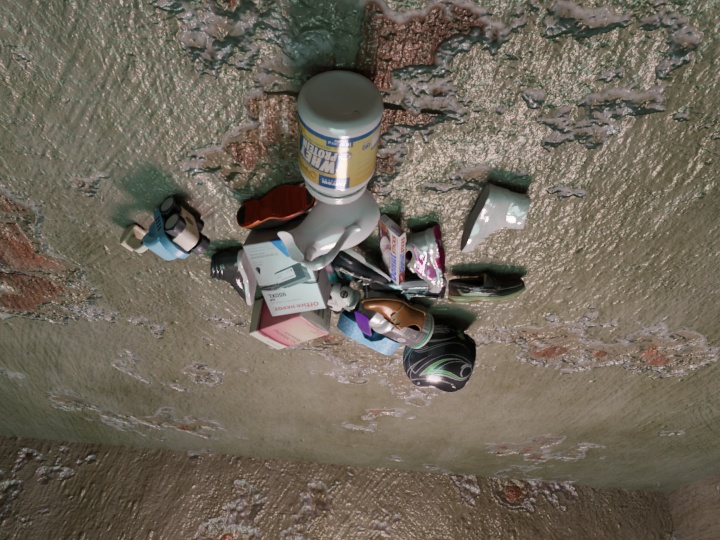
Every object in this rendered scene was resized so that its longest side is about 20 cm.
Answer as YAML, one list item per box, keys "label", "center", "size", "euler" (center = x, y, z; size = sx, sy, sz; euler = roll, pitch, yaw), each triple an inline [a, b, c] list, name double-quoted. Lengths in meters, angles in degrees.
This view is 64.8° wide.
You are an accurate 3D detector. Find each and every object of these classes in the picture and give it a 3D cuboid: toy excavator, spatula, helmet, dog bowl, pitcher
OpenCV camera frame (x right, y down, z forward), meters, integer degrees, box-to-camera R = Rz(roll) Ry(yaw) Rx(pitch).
- label: "toy excavator"
  center: [-0.463, -0.077, 1.296]
  size: [0.199, 0.195, 0.100]
  euler: [-37, 137, 7]
- label: "spatula"
  center: [0.009, 0.071, 1.462]
  size: [0.020, 0.202, 0.056]
  euler: [-12, -159, -39]
- label: "helmet"
  center: [0.222, 0.250, 1.660]
  size: [0.189, 0.202, 0.200]
  euler: [15, 146, -11]
- label: "dog bowl"
  center: [0.022, 0.178, 1.615]
  size: [0.199, 0.112, 0.050]
  euler: [27, 98, -8]
- label: "pitcher"
  center: [-0.050, -0.081, 1.151]
  size: [0.199, 0.171, 0.122]
  euler: [-34, 125, -11]

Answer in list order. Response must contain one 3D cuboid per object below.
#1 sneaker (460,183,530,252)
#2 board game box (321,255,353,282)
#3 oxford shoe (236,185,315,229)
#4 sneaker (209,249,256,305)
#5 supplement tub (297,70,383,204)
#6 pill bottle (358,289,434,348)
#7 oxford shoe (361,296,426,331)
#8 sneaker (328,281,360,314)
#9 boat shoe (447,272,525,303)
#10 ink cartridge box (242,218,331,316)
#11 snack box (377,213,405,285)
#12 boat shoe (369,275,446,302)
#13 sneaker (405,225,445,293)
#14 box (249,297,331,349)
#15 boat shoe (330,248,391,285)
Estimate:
- label: "sneaker"
  center: [0.294, -0.097, 1.230]
  size: [0.114, 0.074, 0.201]
  euler: [12, 145, -6]
- label: "board game box"
  center: [-0.124, -0.025, 1.404]
  size: [0.198, 0.047, 0.151]
  euler: [-5, 146, 14]
- label: "oxford shoe"
  center: [-0.175, -0.134, 1.240]
  size: [0.198, 0.072, 0.072]
  euler: [-10, 165, 28]
- label: "sneaker"
  center: [-0.332, 0.017, 1.475]
  size: [0.098, 0.071, 0.201]
  euler: [2, 141, 5]
- label: "supplement tub"
  center: [-0.039, -0.227, 0.997]
  size: [0.143, 0.146, 0.201]
  euler: [5, 147, -2]
- label: "pill bottle"
  center: [0.098, 0.131, 1.560]
  size: [0.199, 0.114, 0.113]
  euler: [27, 140, -31]
- label: "oxford shoe"
  center: [0.088, 0.111, 1.443]
  size: [0.198, 0.072, 0.071]
  euler: [18, 159, -30]
- label: "sneaker"
  center: [-0.066, 0.063, 1.490]
  size: [0.088, 0.075, 0.200]
  euler: [27, 164, -10]
- label: "boat shoe"
  center: [0.319, 0.039, 1.438]
  size: [0.198, 0.073, 0.066]
  euler: [-9, 111, 0]
- label: "ink cartridge box"
  center: [-0.164, -0.004, 1.313]
  size: [0.143, 0.085, 0.202]
  euler: [-9, 121, 14]
- label: "snack box"
  center: [0.074, -0.045, 1.336]
  size: [0.024, 0.072, 0.201]
  euler: [-37, 152, -19]
- label: "boat shoe"
  center: [0.123, 0.051, 1.461]
  size: [0.197, 0.070, 0.067]
  euler: [-3, 106, -1]
- label: "sneaker"
  center: [0.153, -0.025, 1.351]
  size: [0.087, 0.082, 0.201]
  euler: [-2, 134, 15]
- label: "box"
  center: [-0.195, 0.131, 1.592]
  size: [0.199, 0.110, 0.128]
  euler: [-21, 140, 32]
- label: "boat shoe"
  center: [0.000, 0.000, 1.357]
  size: [0.199, 0.061, 0.075]
  euler: [33, -179, -44]
